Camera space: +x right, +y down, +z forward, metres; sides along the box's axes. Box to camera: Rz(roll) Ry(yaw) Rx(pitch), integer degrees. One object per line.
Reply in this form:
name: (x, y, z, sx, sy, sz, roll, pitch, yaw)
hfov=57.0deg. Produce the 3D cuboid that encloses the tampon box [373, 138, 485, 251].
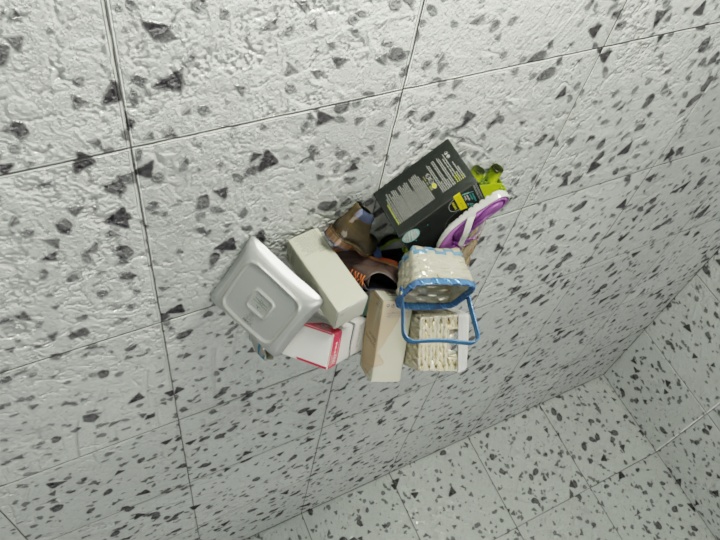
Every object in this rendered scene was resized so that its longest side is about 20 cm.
tampon box: (0.156, -0.146, 1.427, 0.198, 0.128, 0.150, -35, 151, 9)

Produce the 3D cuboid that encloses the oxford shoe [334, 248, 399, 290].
oxford shoe: (0.000, 0.000, 1.490, 0.194, 0.073, 0.073, 9, 122, 3)

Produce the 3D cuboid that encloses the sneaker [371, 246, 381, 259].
sneaker: (-0.025, 0.016, 1.572, 0.077, 0.071, 0.201, -10, 147, -44)

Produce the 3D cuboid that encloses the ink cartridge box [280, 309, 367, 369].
ink cartridge box: (-0.088, 0.143, 1.499, 0.199, 0.141, 0.087, -14, 119, -67)

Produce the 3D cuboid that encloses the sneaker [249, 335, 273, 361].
sneaker: (-0.179, 0.131, 1.594, 0.200, 0.081, 0.076, -46, 147, 14)

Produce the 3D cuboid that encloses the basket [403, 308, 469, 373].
basket: (0.154, 0.154, 1.543, 0.120, 0.140, 0.199, 1, -177, -20)

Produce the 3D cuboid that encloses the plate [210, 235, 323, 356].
plate: (-0.203, 0.064, 1.371, 0.201, 0.199, 0.032, -48, -178, 31)

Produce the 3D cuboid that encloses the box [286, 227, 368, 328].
box: (-0.073, 0.014, 1.381, 0.081, 0.202, 0.069, -23, 153, -26)

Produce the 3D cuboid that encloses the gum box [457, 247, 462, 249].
gum box: (0.208, -0.009, 1.647, 0.116, 0.065, 0.200, -65, 166, 2)

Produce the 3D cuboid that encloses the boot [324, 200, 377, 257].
boot: (0.009, -0.090, 1.430, 0.097, 0.075, 0.199, -48, 159, 17)

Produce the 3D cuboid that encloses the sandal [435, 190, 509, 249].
sandal: (0.236, -0.091, 1.401, 0.081, 0.051, 0.203, 7, 137, -48)

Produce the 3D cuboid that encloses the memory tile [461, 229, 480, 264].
memory tile: (0.253, -0.027, 1.612, 0.153, 0.016, 0.204, -33, 144, -65)

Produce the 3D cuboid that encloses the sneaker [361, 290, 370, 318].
sneaker: (0.005, 0.128, 1.681, 0.072, 0.121, 0.200, -18, 173, -23)

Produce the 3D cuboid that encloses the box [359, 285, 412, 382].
box: (0.058, 0.145, 1.521, 0.076, 0.095, 0.205, 2, 108, -20)

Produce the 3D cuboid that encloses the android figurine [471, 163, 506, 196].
android figurine: (0.263, -0.168, 1.586, 0.178, 0.042, 0.202, -9, 143, -34)

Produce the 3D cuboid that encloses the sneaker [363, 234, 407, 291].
sneaker: (0.049, 0.002, 1.604, 0.070, 0.084, 0.201, -4, 142, -37)

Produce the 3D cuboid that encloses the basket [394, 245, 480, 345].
basket: (0.161, 0.057, 1.398, 0.172, 0.205, 0.140, 5, 149, -19)
